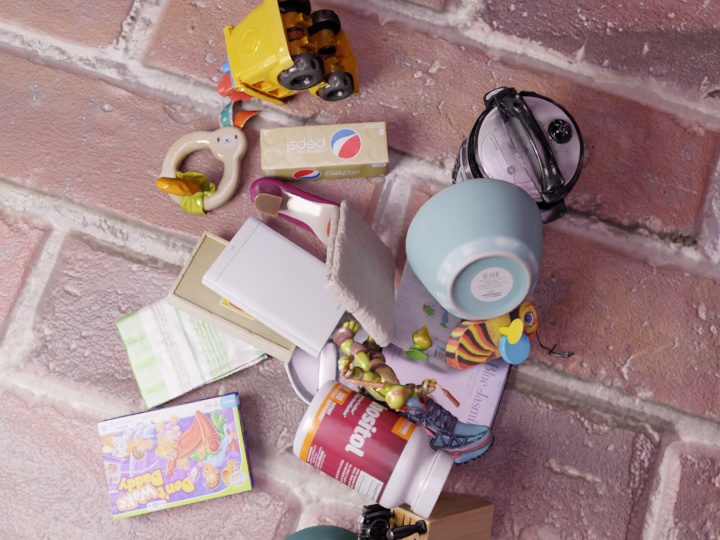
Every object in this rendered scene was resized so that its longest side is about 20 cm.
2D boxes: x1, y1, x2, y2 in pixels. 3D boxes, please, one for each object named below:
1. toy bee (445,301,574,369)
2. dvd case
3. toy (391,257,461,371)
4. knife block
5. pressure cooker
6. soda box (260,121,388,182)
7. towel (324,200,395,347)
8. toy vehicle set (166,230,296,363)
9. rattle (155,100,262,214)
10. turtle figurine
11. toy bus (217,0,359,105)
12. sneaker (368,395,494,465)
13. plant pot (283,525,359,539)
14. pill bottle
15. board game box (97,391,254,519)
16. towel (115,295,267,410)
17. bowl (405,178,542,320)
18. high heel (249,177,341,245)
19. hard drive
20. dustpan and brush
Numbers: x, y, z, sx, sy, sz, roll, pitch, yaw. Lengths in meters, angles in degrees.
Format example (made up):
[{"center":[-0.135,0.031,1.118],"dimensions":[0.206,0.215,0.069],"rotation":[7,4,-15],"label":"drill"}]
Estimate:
[{"center":[0.212,0.080,1.118],"dimensions":[0.197,0.130,0.111],"rotation":[-4,90,-42],"label":"toy bee"},{"center":[0.115,0.170,1.140],"dimensions":[0.196,0.018,0.145],"rotation":[21,77,2],"label":"dvd case"},{"center":[0.099,0.040,1.143],"dimensions":[0.114,0.047,0.203],"rotation":[28,58,-21],"label":"toy"},{"center":[0.090,0.354,1.015],"dimensions":[0.195,0.176,0.065],"rotation":[8,93,0],"label":"knife block"},{"center":[0.233,-0.163,1.124],"dimensions":[0.173,0.200,0.181],"rotation":[23,78,2],"label":"pressure cooker"},{"center":[-0.056,-0.184,1.189],"dimensions":[0.195,0.064,0.069],"rotation":[-3,78,-3],"label":"soda box"},{"center":[0.000,0.000,1.080],"dimensions":[0.034,0.202,0.133],"rotation":[-30,120,24],"label":"towel"},{"center":[-0.169,0.036,1.123],"dimensions":[0.197,0.027,0.126],"rotation":[26,56,-3],"label":"toy vehicle set"},{"center":[-0.231,-0.194,1.152],"dimensions":[0.130,0.143,0.201],"rotation":[37,85,25],"label":"rattle"},{"center":[0.032,0.143,1.044],"dimensions":[0.197,0.162,0.065],"rotation":[15,111,-32],"label":"turtle figurine"},{"center":[-0.122,-0.316,1.180],"dimensions":[0.190,0.199,0.138],"rotation":[-22,75,30],"label":"toy bus"},{"center":[0.091,0.217,1.075],"dimensions":[0.195,0.079,0.098],"rotation":[1,100,7],"label":"sneaker"},{"center":[-0.051,0.450,1.002],"dimensions":[0.196,0.161,0.205],"rotation":[0,77,-1],"label":"plant pot"},{"center":[0.019,0.238,1.007],"dimensions":[0.197,0.113,0.114],"rotation":[26,78,11],"label":"pill bottle"},{"center":[-0.260,0.261,1.086],"dimensions":[0.196,0.045,0.137],"rotation":[-11,87,-4],"label":"board game box"},{"center":[-0.251,0.102,1.143],"dimensions":[0.197,0.031,0.151],"rotation":[-23,77,-4],"label":"towel"},{"center":[0.164,-0.011,1.035],"dimensions":[0.196,0.204,0.106],"rotation":[-4,39,-3],"label":"bowl"},{"center":[-0.075,-0.096,1.183],"dimensions":[0.197,0.096,0.068],"rotation":[23,108,-18],"label":"high heel"},{"center":[-0.114,0.021,1.118],"dimensions":[0.198,0.027,0.133],"rotation":[33,56,1],"label":"hard drive"},{"center":[-0.049,0.177,1.112],"dimensions":[0.136,0.057,0.205],"rotation":[3,78,-1],"label":"dustpan and brush"}]
